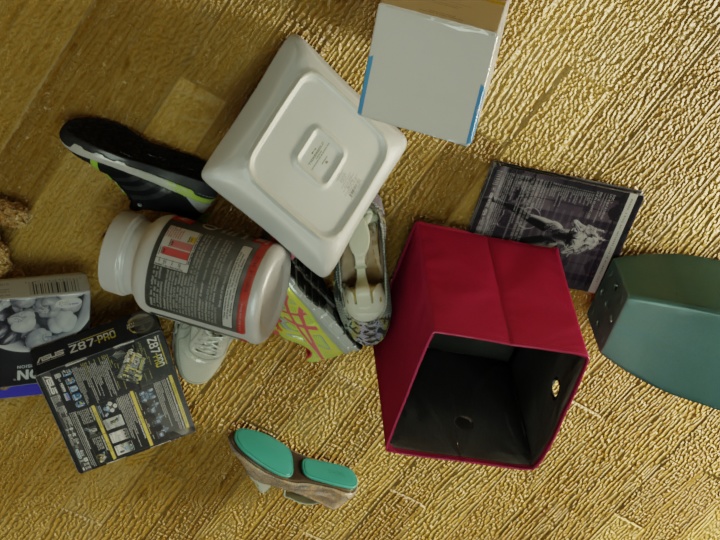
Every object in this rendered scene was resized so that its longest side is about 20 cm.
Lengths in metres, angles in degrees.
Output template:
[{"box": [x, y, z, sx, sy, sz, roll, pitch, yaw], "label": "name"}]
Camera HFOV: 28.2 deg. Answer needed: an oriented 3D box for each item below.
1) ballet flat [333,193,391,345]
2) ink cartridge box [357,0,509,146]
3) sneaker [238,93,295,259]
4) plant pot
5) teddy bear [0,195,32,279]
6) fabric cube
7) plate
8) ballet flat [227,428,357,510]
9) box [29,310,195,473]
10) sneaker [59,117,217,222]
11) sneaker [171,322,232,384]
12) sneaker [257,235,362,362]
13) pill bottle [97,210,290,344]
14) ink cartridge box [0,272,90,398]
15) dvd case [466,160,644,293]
[{"box": [0.000, 0.000, 1.694, 0.071, 0.072, 0.203, -5, 105, -4], "label": "ballet flat"}, {"box": [0.084, -0.244, 1.515, 0.124, 0.201, 0.130, 15, 122, 4], "label": "ink cartridge box"}, {"box": [-0.081, -0.118, 1.649, 0.095, 0.079, 0.202, -26, 120, -26], "label": "sneaker"}, {"box": [0.395, 0.065, 1.781, 0.198, 0.142, 0.142, 14, 121, -13], "label": "plant pot"}, {"box": [-0.452, -0.035, 1.647, 0.143, 0.067, 0.202, 4, 123, -13], "label": "teddy bear"}, {"box": [0.137, 0.092, 1.716, 0.198, 0.200, 0.198, 9, 127, -13], "label": "fabric cube"}, {"box": [-0.051, -0.126, 1.592, 0.200, 0.032, 0.201, 40, 71, -28], "label": "plate"}, {"box": [-0.098, 0.272, 1.896, 0.198, 0.068, 0.067, 26, 124, -20], "label": "ballet flat"}, {"box": [-0.301, 0.151, 1.759, 0.160, 0.049, 0.201, -19, 136, -7], "label": "box"}, {"box": [-0.255, -0.102, 1.627, 0.198, 0.072, 0.083, 23, 120, -20], "label": "sneaker"}, {"box": [-0.181, 0.065, 1.741, 0.074, 0.081, 0.201, 12, 122, -17], "label": "sneaker"}, {"box": [-0.082, 0.043, 1.743, 0.090, 0.079, 0.201, -26, 120, 20], "label": "sneaker"}, {"box": [-0.188, 0.003, 1.618, 0.198, 0.116, 0.117, 16, 123, 12], "label": "pill bottle"}, {"box": [-0.425, 0.096, 1.714, 0.196, 0.044, 0.201, -5, 133, -18], "label": "ink cartridge box"}, {"box": [0.231, -0.051, 1.755, 0.198, 0.016, 0.150, 10, 122, -13], "label": "dvd case"}]
